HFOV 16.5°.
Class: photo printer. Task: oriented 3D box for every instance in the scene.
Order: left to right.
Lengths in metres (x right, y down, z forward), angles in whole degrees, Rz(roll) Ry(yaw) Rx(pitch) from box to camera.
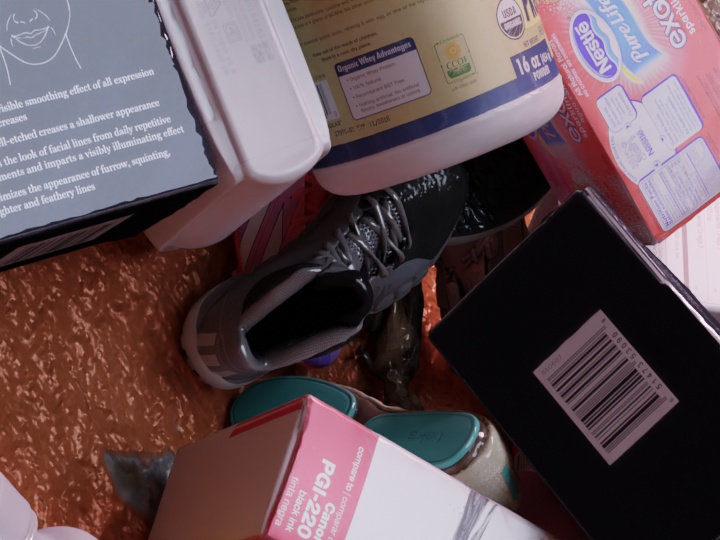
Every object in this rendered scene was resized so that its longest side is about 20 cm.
[{"bbox_3d":[-0.095,-0.101,1.318,0.069,0.200,0.167,-21,85,-22],"label":"photo printer"}]

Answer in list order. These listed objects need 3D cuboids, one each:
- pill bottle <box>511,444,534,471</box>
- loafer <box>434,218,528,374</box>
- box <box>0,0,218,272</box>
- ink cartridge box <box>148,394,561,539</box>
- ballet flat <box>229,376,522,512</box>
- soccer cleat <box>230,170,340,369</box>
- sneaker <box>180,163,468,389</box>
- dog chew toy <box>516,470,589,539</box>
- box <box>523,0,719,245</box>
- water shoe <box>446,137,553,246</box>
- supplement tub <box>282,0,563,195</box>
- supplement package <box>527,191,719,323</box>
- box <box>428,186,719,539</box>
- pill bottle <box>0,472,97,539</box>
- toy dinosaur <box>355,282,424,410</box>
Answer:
[{"bbox_3d":[0.156,0.092,1.630,0.112,0.112,0.201,39,43,-37],"label":"pill bottle"},{"bbox_3d":[0.070,-0.030,1.559,0.063,0.072,0.202,16,75,-31],"label":"loafer"},{"bbox_3d":[-0.183,-0.105,1.216,0.148,0.107,0.201,-17,85,-34],"label":"box"},{"bbox_3d":[0.006,0.158,1.291,0.199,0.145,0.085,29,62,-22],"label":"ink cartridge box"},{"bbox_3d":[0.006,0.104,1.352,0.068,0.199,0.062,-53,127,-23],"label":"ballet flat"},{"bbox_3d":[-0.039,-0.044,1.459,0.067,0.076,0.202,3,69,-55],"label":"soccer cleat"},{"bbox_3d":[0.000,0.000,1.375,0.200,0.115,0.075,-39,102,-18],"label":"sneaker"},{"bbox_3d":[0.128,0.198,1.452,0.200,0.124,0.125,48,37,-14],"label":"dog chew toy"},{"bbox_3d":[0.136,-0.123,1.426,0.102,0.095,0.201,-36,103,-19],"label":"box"},{"bbox_3d":[0.094,-0.081,1.506,0.200,0.079,0.072,-37,101,-15],"label":"water shoe"},{"bbox_3d":[0.012,-0.155,1.309,0.144,0.144,0.201,-33,105,-57],"label":"supplement tub"},{"bbox_3d":[0.205,0.012,1.555,0.198,0.117,0.118,9,53,-8],"label":"supplement package"},{"bbox_3d":[0.167,0.088,1.347,0.200,0.124,0.196,51,9,29],"label":"box"},{"bbox_3d":[-0.137,0.190,1.146,0.200,0.111,0.112,53,36,-22],"label":"pill bottle"},{"bbox_3d":[0.020,0.014,1.540,0.088,0.047,0.201,61,26,-44],"label":"toy dinosaur"}]
